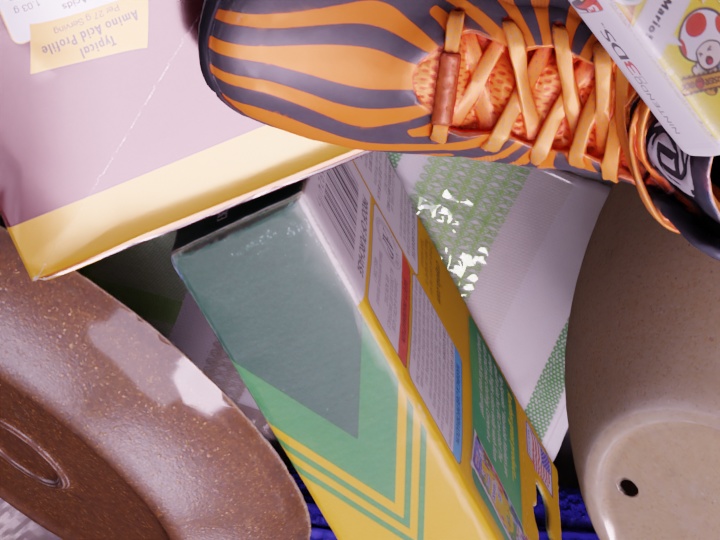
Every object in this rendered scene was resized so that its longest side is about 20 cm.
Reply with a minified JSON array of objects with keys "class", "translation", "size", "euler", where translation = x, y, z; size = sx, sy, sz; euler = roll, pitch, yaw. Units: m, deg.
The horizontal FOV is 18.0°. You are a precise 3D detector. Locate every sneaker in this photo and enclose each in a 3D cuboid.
[{"class":"sneaker","translation":[0.059,-0.053,0.620],"size":[0.198,0.112,0.078],"euler":[-1,115,-13]}]

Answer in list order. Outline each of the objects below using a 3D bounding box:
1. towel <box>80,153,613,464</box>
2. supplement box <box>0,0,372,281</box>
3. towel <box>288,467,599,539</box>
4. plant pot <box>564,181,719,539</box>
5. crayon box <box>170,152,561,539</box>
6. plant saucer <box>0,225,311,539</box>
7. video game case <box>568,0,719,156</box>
[{"class":"towel","translation":[0.000,0.000,0.844],"size":[0.199,0.031,0.150],"euler":[17,115,-10]},{"class":"supplement box","translation":[-0.052,-0.140,0.694],"size":[0.196,0.133,0.201],"euler":[-22,117,-2]},{"class":"towel","translation":[0.026,0.152,0.865],"size":[0.198,0.050,0.149],"euler":[5,89,11]},{"class":"plant pot","translation":[0.143,0.045,0.728],"size":[0.199,0.134,0.201],"euler":[23,135,25]},{"class":"crayon box","translation":[0.008,0.036,0.780],"size":[0.051,0.126,0.201],"euler":[-23,115,14]},{"class":"plant saucer","translation":[-0.109,0.051,0.789],"size":[0.200,0.200,0.037],"euler":[46,66,-22]},{"class":"video game case","translation":[0.094,-0.162,0.559],"size":[0.200,0.023,0.182],"euler":[-47,110,-19]}]
